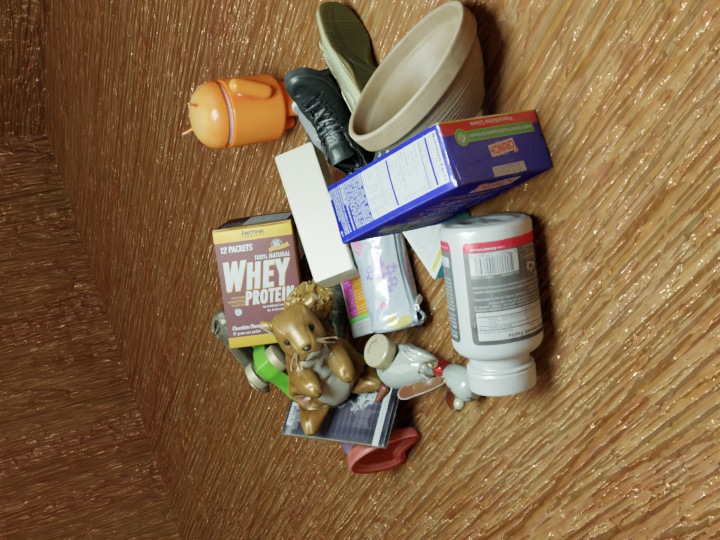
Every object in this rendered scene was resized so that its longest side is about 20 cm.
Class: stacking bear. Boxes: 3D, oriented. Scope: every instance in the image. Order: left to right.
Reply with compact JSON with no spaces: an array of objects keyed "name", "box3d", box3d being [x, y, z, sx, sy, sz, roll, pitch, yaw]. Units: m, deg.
[{"name":"stacking bear","box3d":[-0.001,0.213,1.484,0.122,0.112,0.201,114,140,-50]}]

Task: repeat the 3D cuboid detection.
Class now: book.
[{"name":"book","box3d":[0.000,0.000,1.448,0.133,0.048,0.203,-22,80,64]}]

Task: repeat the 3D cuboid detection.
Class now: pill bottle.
[{"name":"pill bottle","box3d":[0.157,0.039,1.079,0.110,0.110,0.203,11,112,61]}]

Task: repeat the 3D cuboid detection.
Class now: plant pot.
[{"name":"plant pot","box3d":[0.083,-0.211,1.089,0.201,0.092,0.202,-44,24,26]}]

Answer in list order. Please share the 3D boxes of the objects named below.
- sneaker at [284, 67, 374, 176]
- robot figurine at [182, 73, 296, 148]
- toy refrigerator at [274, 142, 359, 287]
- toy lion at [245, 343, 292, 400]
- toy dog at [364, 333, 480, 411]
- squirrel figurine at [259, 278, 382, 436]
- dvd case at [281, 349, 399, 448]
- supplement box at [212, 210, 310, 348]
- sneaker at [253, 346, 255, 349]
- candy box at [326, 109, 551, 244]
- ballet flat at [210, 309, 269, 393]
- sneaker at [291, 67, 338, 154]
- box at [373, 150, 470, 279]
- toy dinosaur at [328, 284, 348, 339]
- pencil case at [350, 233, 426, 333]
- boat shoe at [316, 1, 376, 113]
[{"name":"sneaker","box3d":[-0.034,-0.198,1.310,0.060,0.199,0.105,-25,55,23]},{"name":"robot figurine","box3d":[-0.203,-0.271,1.553,0.143,0.198,0.118,23,123,59]},{"name":"toy refrigerator","box3d":[-0.064,-0.081,1.380,0.076,0.069,0.202,26,-136,-76]},{"name":"toy lion","box3d":[-0.108,0.188,1.601,0.200,0.069,0.192,46,-169,-17]},{"name":"toy dog","box3d":[0.078,0.159,1.291,0.200,0.131,0.097,17,87,69]},{"name":"squirrel figurine","box3d":[-0.080,0.107,1.378,0.187,0.141,0.201,56,-173,-41]},{"name":"dvd case","box3d":[-0.024,0.195,1.430,0.198,0.016,0.150,-1,63,36]},{"name":"supplement box","box3d":[-0.162,0.009,1.581,0.200,0.131,0.200,-83,-14,-82]},{"name":"sneaker","box3d":[-0.167,0.143,1.725,0.200,0.076,0.090,-12,-81,-81]},{"name":"candy box","box3d":[0.087,-0.104,1.041,0.199,0.168,0.078,-23,83,48]},{"name":"ballet flat","box3d":[-0.218,0.152,1.665,0.201,0.046,0.068,65,176,-36]},{"name":"sneaker","box3d":[-0.051,-0.234,1.408,0.200,0.074,0.117,154,94,-82]},{"name":"box","box3d":[0.082,-0.090,1.237,0.201,0.049,0.083,59,148,32]},{"name":"toy dinosaur","box3d":[-0.044,0.073,1.570,0.088,0.047,0.202,19,122,52]},{"name":"pencil case","box3d":[0.036,-0.008,1.329,0.091,0.082,0.203,-22,81,64]},{"name":"boat shoe","box3d":[-0.015,-0.293,1.318,0.202,0.073,0.063,62,147,12]}]
